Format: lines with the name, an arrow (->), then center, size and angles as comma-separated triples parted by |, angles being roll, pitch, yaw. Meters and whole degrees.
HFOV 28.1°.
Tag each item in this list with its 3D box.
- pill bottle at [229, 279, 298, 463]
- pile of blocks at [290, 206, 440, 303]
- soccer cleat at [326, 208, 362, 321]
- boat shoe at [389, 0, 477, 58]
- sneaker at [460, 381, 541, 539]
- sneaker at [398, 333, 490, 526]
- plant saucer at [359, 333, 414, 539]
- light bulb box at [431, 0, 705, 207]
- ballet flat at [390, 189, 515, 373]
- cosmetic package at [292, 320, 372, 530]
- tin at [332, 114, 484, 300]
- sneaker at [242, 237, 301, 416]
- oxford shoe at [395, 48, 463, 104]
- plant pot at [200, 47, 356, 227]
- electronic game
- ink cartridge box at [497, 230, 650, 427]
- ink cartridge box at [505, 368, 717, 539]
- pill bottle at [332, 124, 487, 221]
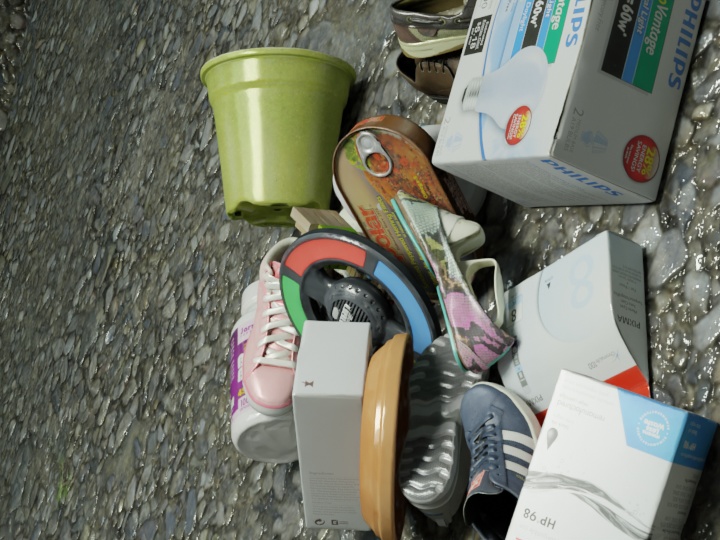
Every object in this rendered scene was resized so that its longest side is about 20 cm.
pill bottle -> -0.097, 0.112, 1.679 | 0.112, 0.111, 0.202 | -44, 38, 40
pile of blocks -> 0.000, 0.000, 1.539 | 0.199, 0.082, 0.063 | 29, 112, 29
soccer cleat -> -0.012, -0.006, 1.631 | 0.069, 0.077, 0.202 | -48, 35, 37
boat shoe -> 0.122, -0.276, 1.487 | 0.198, 0.065, 0.074 | -18, 46, 21
sneaker -> 0.117, 0.177, 1.239 | 0.075, 0.084, 0.201 | -58, 41, 33
sneaker -> 0.081, 0.148, 1.372 | 0.074, 0.082, 0.202 | 4, 53, 24
plant saucer -> 0.026, 0.161, 1.384 | 0.200, 0.037, 0.204 | 4, -90, -83
light bulb box -> 0.187, -0.171, 1.319 | 0.199, 0.124, 0.201 | 2, 75, 62
ballet flat -> 0.093, 0.000, 1.343 | 0.071, 0.069, 0.202 | -28, 61, 11
cosmetic package -> -0.022, 0.157, 1.436 | 0.102, 0.070, 0.202 | -83, -8, -47
tin -> 0.049, -0.062, 1.426 | 0.111, 0.202, 0.042 | -16, 25, 31
sneaker -> -0.089, 0.053, 1.590 | 0.105, 0.074, 0.202 | 92, -172, -55
oxford shoe -> 0.100, -0.219, 1.553 | 0.199, 0.084, 0.074 | 2, 73, 60
plant pot -> -0.103, -0.157, 1.801 | 0.200, 0.198, 0.187 | -19, 68, 56
electronic game -> -0.002, 0.044, 1.487 | 0.042, 0.201, 0.199 | -44, 8, -39
ink cartridge box -> 0.181, 0.088, 1.253 | 0.160, 0.047, 0.203 | -35, 43, 49
ink cartridge box -> 0.185, 0.192, 1.116 | 0.115, 0.066, 0.203 | 17, 88, 35
pill bottle -> 0.044, -0.098, 1.552 | 0.199, 0.110, 0.112 | 5, 78, 62
